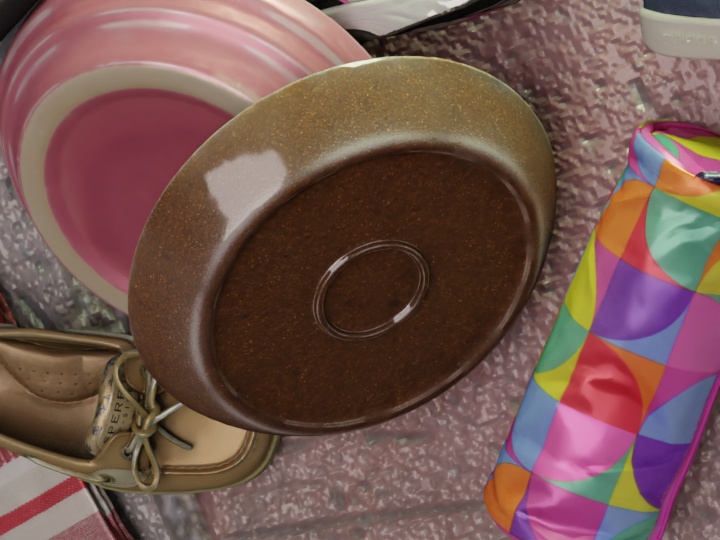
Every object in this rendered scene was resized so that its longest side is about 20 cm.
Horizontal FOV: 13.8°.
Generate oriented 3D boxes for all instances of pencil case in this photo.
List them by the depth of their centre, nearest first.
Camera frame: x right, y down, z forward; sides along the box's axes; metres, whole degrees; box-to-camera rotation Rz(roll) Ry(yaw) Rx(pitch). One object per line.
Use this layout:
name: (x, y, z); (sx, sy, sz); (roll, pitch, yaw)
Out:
pencil case: (0.123, 0.033, 1.288); (0.088, 0.088, 0.200); (27, 109, 14)

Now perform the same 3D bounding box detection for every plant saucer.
plant saucer: (0.000, 0.000, 1.275); (0.200, 0.200, 0.034); (-54, 42, 19)
plant saucer: (-0.073, -0.042, 1.317); (0.200, 0.051, 0.201); (11, 131, 13)

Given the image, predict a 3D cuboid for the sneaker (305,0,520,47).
sneaker: (0.002, -0.141, 1.305); (0.200, 0.080, 0.086); (-17, 91, 21)

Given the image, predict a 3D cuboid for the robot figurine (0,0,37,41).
robot figurine: (-0.192, -0.163, 1.347); (0.200, 0.125, 0.150); (-42, 86, 17)

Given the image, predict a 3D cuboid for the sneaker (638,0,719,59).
sneaker: (0.211, -0.130, 1.231); (0.200, 0.075, 0.085); (3, 104, 20)

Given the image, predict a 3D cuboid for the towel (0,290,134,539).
towel: (-0.205, 0.089, 1.450); (0.144, 0.023, 0.200); (-30, 86, 24)

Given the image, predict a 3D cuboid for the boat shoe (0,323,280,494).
boat shoe: (-0.137, 0.062, 1.379); (0.200, 0.063, 0.073); (9, 88, 3)
